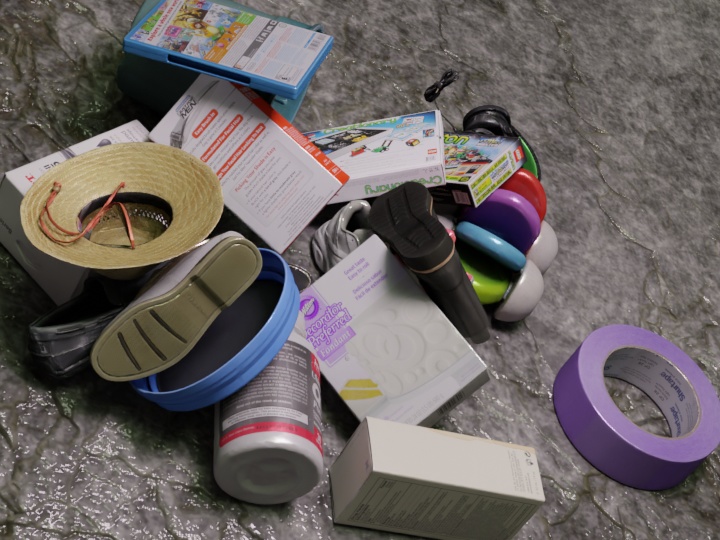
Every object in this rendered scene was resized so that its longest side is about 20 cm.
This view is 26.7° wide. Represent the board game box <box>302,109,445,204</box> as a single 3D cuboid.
[{"bbox_3d":[0.002,-0.134,1.832,0.200,0.035,0.126,-9,35,8],"label":"board game box"}]

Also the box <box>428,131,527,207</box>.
[{"bbox_3d":[0.093,-0.128,1.867,0.200,0.035,0.110,9,41,44],"label":"box"}]

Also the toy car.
[{"bbox_3d":[0.166,-0.050,1.860,0.175,0.150,0.200,31,42,-3],"label":"toy car"}]

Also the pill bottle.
[{"bbox_3d":[-0.096,0.130,1.564,0.111,0.111,0.200,14,46,-19],"label":"pill bottle"}]

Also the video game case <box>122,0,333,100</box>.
[{"bbox_3d":[-0.144,-0.252,1.684,0.200,0.018,0.143,17,35,7],"label":"video game case"}]

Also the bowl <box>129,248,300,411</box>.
[{"bbox_3d":[-0.148,0.062,1.549,0.039,0.200,0.201,52,33,-30],"label":"bowl"}]

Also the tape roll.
[{"bbox_3d":[0.335,0.163,1.827,0.200,0.066,0.200,17,45,-18],"label":"tape roll"}]

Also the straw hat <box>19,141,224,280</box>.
[{"bbox_3d":[-0.236,-0.038,1.529,0.201,0.085,0.201,1,43,-1],"label":"straw hat"}]

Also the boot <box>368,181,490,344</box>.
[{"bbox_3d":[0.079,-0.008,1.709,0.138,0.077,0.200,58,7,-27],"label":"boot"}]

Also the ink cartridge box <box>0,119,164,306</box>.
[{"bbox_3d":[-0.280,-0.062,1.652,0.146,0.084,0.200,45,43,13],"label":"ink cartridge box"}]

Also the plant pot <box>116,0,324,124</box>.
[{"bbox_3d":[-0.173,-0.243,1.820,0.196,0.200,0.200,26,42,4],"label":"plant pot"}]

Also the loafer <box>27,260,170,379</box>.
[{"bbox_3d":[-0.253,0.034,1.553,0.068,0.070,0.201,22,46,41],"label":"loafer"}]

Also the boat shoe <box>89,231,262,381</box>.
[{"bbox_3d":[-0.188,0.037,1.524,0.200,0.068,0.075,-37,113,-11],"label":"boat shoe"}]

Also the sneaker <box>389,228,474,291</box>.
[{"bbox_3d":[0.093,0.036,1.749,0.087,0.074,0.200,-15,70,5],"label":"sneaker"}]

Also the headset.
[{"bbox_3d":[0.168,-0.182,2.027,0.200,0.094,0.124,39,41,-10],"label":"headset"}]

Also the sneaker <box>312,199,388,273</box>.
[{"bbox_3d":[0.000,0.000,1.751,0.078,0.099,0.200,2,50,-29],"label":"sneaker"}]

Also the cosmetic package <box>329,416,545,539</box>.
[{"bbox_3d":[0.079,0.224,1.587,0.200,0.104,0.073,14,44,-21],"label":"cosmetic package"}]

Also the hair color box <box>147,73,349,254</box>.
[{"bbox_3d":[-0.124,-0.127,1.699,0.200,0.111,0.064,42,13,-2],"label":"hair color box"}]

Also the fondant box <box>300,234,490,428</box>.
[{"bbox_3d":[0.024,0.083,1.661,0.144,0.058,0.200,-39,70,-3],"label":"fondant box"}]

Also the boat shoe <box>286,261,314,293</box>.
[{"bbox_3d":[-0.135,0.007,1.693,0.200,0.060,0.074,6,49,-27],"label":"boat shoe"}]
